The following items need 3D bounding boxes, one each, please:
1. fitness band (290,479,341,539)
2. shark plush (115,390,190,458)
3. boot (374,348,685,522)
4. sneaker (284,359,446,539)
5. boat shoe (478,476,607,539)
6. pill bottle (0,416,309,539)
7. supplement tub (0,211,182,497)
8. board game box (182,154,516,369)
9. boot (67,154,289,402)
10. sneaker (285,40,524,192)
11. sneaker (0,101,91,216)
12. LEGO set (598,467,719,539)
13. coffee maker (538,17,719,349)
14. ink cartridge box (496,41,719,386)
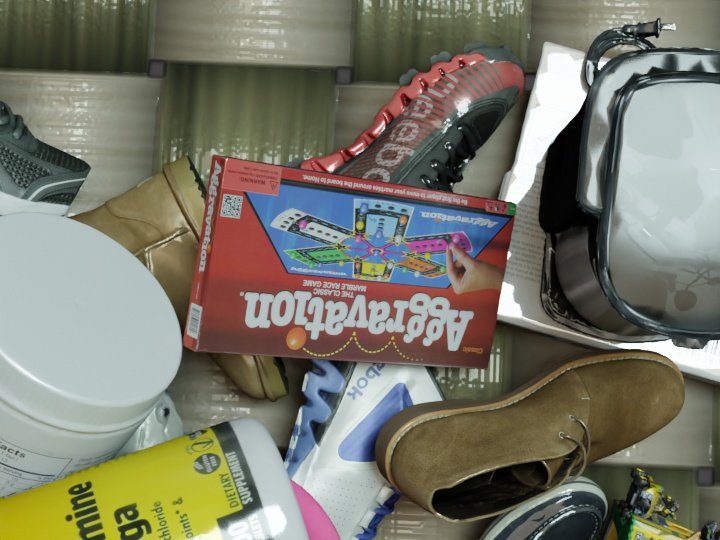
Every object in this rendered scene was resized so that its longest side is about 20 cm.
[{"bbox_3d":[-0.094,0.197,0.680,0.143,0.038,0.200,37,69,13],"label":"fitness band"},{"bbox_3d":[-0.152,0.107,0.746,0.083,0.091,0.202,25,124,27],"label":"shark plush"},{"bbox_3d":[0.113,0.100,0.720,0.198,0.075,0.074,-14,112,-20],"label":"boot"},{"bbox_3d":[0.012,0.122,0.765,0.114,0.081,0.201,12,83,5],"label":"sneaker"},{"bbox_3d":[0.083,0.210,0.750,0.200,0.062,0.075,-48,127,1],"label":"boat shoe"},{"bbox_3d":[-0.127,0.154,0.616,0.198,0.112,0.113,-18,83,-13],"label":"pill bottle"},{"bbox_3d":[-0.200,0.080,0.688,0.132,0.132,0.200,45,120,6],"label":"supplement tub"},{"bbox_3d":[0.000,0.000,0.708,0.198,0.019,0.104,6,98,-34],"label":"board game box"},{"bbox_3d":[-0.163,0.042,0.792,0.199,0.066,0.176,-27,76,0],"label":"boot"},{"bbox_3d":[0.031,-0.058,0.778,0.200,0.071,0.098,-37,58,-1],"label":"sneaker"},{"bbox_3d":[-0.247,-0.099,0.747,0.199,0.080,0.087,22,105,-31],"label":"sneaker"},{"bbox_3d":[0.177,0.228,0.714,0.115,0.154,0.202,20,86,7],"label":"LEGO set"},{"bbox_3d":[0.156,-0.056,0.675,0.133,0.200,0.194,-18,85,0],"label":"coffee maker"},{"bbox_3d":[0.185,-0.031,0.794,0.198,0.045,0.178,16,85,3],"label":"ink cartridge box"}]
